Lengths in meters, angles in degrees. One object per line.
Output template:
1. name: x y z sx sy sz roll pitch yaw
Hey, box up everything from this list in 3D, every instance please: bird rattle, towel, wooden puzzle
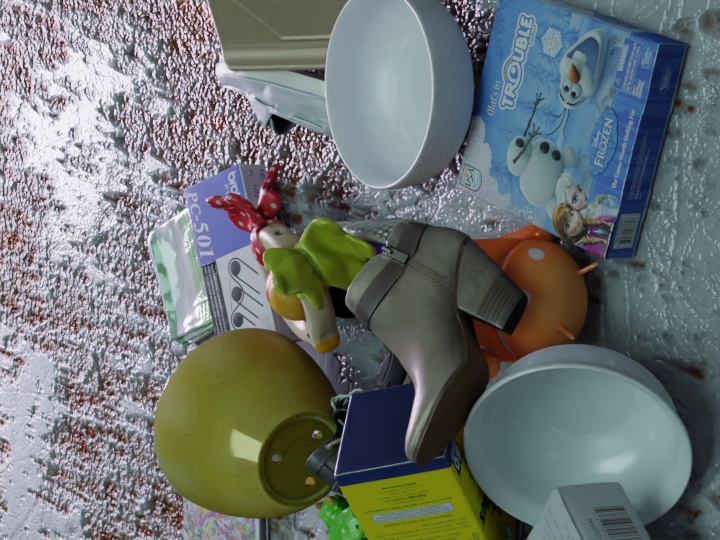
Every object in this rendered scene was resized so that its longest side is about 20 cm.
1. bird rattle: -0.078 0.000 1.822 0.200 0.113 0.163 30 141 46
2. towel: -0.169 -0.012 2.062 0.200 0.031 0.149 -30 73 45
3. wooden puzzle: -0.077 -0.300 1.835 0.185 0.037 0.200 1 122 24

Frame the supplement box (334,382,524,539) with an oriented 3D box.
1. supplement box: 0.068 0.210 1.668 0.109 0.109 0.200 -12 126 19

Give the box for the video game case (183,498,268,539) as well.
1. video game case: -0.156 0.260 2.080 0.143 0.018 0.200 5 97 48

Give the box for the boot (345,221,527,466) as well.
1. boot: 0.048 0.055 1.589 0.146 0.070 0.200 27 75 26

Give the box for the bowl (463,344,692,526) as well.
1. bowl: 0.195 0.133 1.599 0.201 0.201 0.090 -51 13 37

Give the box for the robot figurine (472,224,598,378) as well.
1. robot figurine: 0.125 0.026 1.672 0.200 0.144 0.117 0 105 40

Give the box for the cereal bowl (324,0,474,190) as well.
1. cereal bowl: 0.049 -0.178 1.754 0.200 0.083 0.200 14 106 59

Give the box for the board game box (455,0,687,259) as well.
1. board game box: 0.187 -0.137 1.648 0.199 0.043 0.200 29 114 44

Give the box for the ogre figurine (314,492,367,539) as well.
1. ogre figurine: 0.021 0.256 1.809 0.200 0.120 0.098 -43 63 40

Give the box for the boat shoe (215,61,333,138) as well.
1. boat shoe: -0.085 -0.179 1.924 0.201 0.070 0.072 18 101 42

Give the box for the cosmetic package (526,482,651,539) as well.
1. cosmetic package: 0.183 0.286 1.588 0.102 0.074 0.200 64 144 41

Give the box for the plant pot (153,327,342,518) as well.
1. plant pot: -0.092 0.172 1.846 0.142 0.200 0.200 24 111 58

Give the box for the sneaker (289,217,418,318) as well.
1. sneaker: 0.000 0.000 1.855 0.200 0.070 0.100 2 102 52

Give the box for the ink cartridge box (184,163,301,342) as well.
1. ink cartridge box: -0.128 -0.007 1.974 0.094 0.044 0.200 -21 76 40

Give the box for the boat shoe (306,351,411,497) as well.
1. boat shoe: 0.001 0.138 1.777 0.063 0.200 0.073 27 132 -2
